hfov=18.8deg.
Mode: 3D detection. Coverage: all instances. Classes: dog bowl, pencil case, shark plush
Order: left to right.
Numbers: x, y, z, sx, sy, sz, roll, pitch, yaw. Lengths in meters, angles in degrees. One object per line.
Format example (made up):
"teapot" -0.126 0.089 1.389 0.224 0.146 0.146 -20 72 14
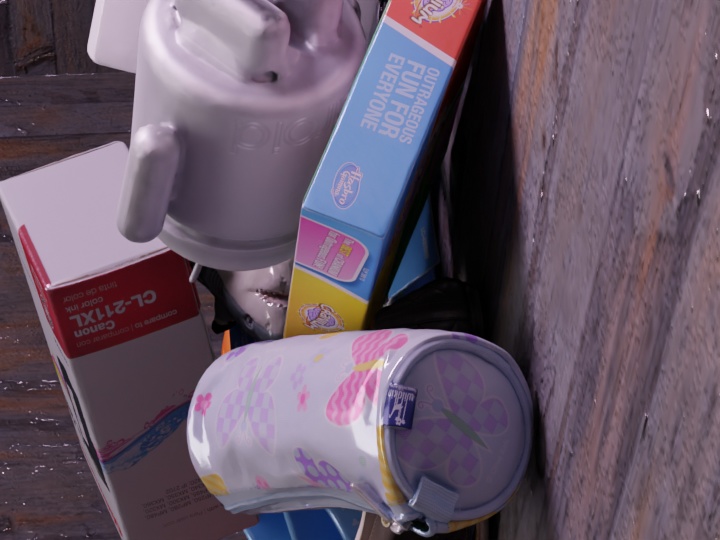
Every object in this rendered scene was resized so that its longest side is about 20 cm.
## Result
"shark plush" -0.092 0.002 1.291 0.200 0.091 0.084 -1 103 54
"dog bowl" -0.023 0.154 1.356 0.200 0.049 0.112 18 128 61
"pencil case" -0.004 0.075 1.013 0.200 0.083 0.091 -4 75 58

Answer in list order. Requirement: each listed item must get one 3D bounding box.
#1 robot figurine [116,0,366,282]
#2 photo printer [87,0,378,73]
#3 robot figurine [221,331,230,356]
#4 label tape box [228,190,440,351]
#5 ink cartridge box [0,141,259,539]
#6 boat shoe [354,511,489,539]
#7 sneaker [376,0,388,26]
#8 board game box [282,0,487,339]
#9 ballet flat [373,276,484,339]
"robot figurine" -0.060 -0.078 1.108 0.113 0.169 0.200 40 145 22
"photo printer" -0.054 -0.194 1.205 0.069 0.166 0.201 -73 -2 -70
"robot figurine" -0.042 0.065 1.566 0.200 0.116 0.145 107 162 -75
"label tape box" 0.000 0.000 1.265 0.200 0.066 0.144 -42 42 38
"ink cartridge box" -0.135 0.049 1.273 0.146 0.083 0.201 -128 21 -57
"boat shoe" 0.032 0.155 1.112 0.060 0.071 0.201 -102 15 -57
"sneaker" 0.010 -0.224 1.108 0.114 0.075 0.201 84 -172 -75
"board game box" 0.010 -0.047 1.066 0.200 0.040 0.154 102 -170 -68
"ballet flat" 0.027 0.055 1.156 0.200 0.057 0.067 99 165 -64
